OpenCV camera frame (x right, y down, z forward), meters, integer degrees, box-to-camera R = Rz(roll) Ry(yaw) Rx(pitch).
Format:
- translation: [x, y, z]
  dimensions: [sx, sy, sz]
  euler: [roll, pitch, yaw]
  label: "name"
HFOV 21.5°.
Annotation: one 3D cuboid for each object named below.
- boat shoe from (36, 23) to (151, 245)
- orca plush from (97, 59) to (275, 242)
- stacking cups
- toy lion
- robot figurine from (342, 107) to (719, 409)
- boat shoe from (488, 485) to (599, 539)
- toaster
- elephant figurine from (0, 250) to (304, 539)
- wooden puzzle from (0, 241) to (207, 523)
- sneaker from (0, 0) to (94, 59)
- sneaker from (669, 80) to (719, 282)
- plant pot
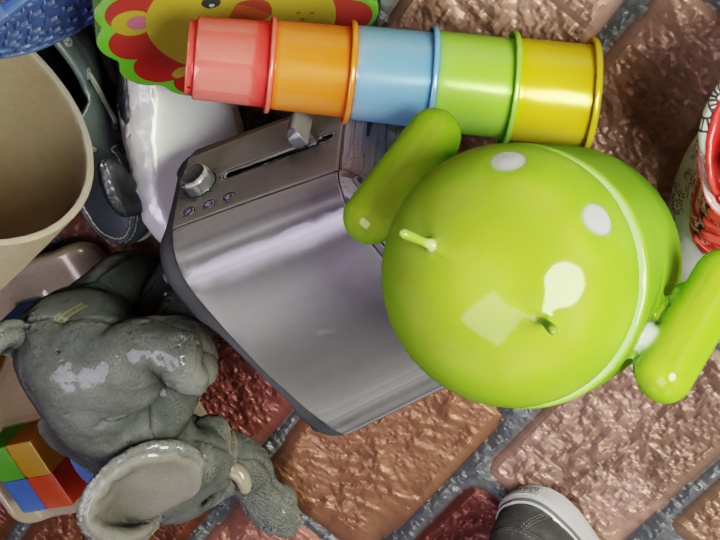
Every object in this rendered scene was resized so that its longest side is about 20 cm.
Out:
- translation: [-0.169, -0.094, 1.072]
  dimensions: [0.073, 0.062, 0.201]
  euler: [2, 122, 29]
  label: "boat shoe"
- translation: [-0.117, -0.084, 1.047]
  dimensions: [0.200, 0.105, 0.071]
  euler: [57, 161, -20]
  label: "orca plush"
- translation: [0.014, -0.093, 0.921]
  dimensions: [0.199, 0.061, 0.061]
  euler: [5, 128, -2]
  label: "stacking cups"
- translation: [-0.064, -0.151, 0.914]
  dimensions: [0.191, 0.069, 0.200]
  euler: [-29, 147, 36]
  label: "toy lion"
- translation: [0.080, 0.001, 0.856]
  dimensions: [0.175, 0.200, 0.116]
  euler: [30, 102, 16]
  label: "robot figurine"
- translation: [0.142, 0.218, 1.112]
  dimensions: [0.070, 0.066, 0.200]
  euler: [-25, 107, 39]
  label: "boat shoe"
- translation: [0.000, 0.000, 0.991]
  dimensions: [0.129, 0.114, 0.200]
  euler: [-24, 126, 27]
  label: "toaster"
- translation: [-0.128, 0.101, 1.130]
  dimensions: [0.155, 0.142, 0.201]
  euler: [8, 121, 15]
  label: "elephant figurine"
- translation: [-0.205, 0.085, 1.229]
  dimensions: [0.200, 0.046, 0.186]
  euler: [-17, 112, 37]
  label: "wooden puzzle"
- translation: [-0.132, -0.189, 0.957]
  dimensions: [0.200, 0.070, 0.078]
  euler: [-35, 74, 18]
  label: "sneaker"
- translation: [0.178, -0.038, 0.884]
  dimensions: [0.067, 0.108, 0.202]
  euler: [26, 131, 11]
  label: "sneaker"
- translation: [-0.270, -0.022, 0.995]
  dimensions: [0.187, 0.187, 0.200]
  euler: [40, 124, -1]
  label: "plant pot"
